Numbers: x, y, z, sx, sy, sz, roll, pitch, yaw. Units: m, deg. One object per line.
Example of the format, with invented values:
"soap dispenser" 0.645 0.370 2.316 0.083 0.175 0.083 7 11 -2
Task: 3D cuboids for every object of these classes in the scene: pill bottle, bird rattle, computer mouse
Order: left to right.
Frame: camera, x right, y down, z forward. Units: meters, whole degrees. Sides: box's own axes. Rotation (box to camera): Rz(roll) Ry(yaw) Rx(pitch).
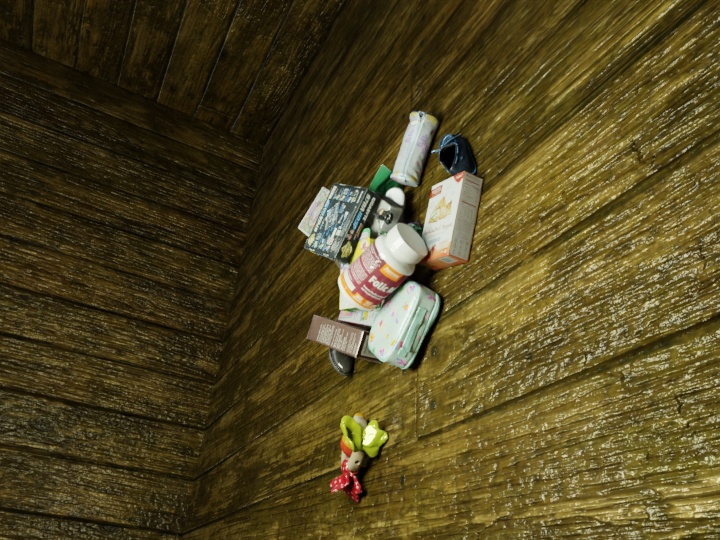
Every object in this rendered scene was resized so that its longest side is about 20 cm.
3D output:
"bird rattle" -0.009 0.429 1.402 0.163 0.112 0.200 -101 21 -71
"pill bottle" 0.052 -0.008 1.357 0.200 0.114 0.114 -44 32 27
"computer mouse" 0.067 -0.053 1.459 0.110 0.044 0.200 180 84 -77

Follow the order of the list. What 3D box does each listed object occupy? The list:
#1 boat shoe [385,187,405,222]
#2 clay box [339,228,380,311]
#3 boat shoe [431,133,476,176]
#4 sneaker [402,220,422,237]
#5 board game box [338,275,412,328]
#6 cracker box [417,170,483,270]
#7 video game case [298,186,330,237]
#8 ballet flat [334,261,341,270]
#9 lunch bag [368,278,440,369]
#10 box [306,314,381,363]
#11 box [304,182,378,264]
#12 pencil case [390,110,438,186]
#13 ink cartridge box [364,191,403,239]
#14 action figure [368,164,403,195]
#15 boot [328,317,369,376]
"boat shoe" 0.086 -0.127 1.629 0.068 0.072 0.200 -14 -68 -75
"clay box" 0.000 0.000 1.523 0.115 0.048 0.200 -12 70 48
"boat shoe" 0.221 -0.283 1.420 0.084 0.069 0.200 -61 23 23
"sneaker" 0.129 -0.084 1.477 0.088 0.074 0.200 -65 21 2
"board game box" 0.035 0.073 1.538 0.200 0.040 0.153 5 74 53
"cracker box" 0.200 -0.110 1.343 0.134 0.058 0.200 -19 55 63
"video game case" -0.094 -0.144 1.668 0.143 0.018 0.200 -58 38 5
"ballet flat" -0.027 0.003 1.689 0.046 0.067 0.200 20 134 45
"lunch bag" 0.099 0.123 1.359 0.200 0.077 0.160 -66 22 3
"box" -0.035 0.175 1.530 0.200 0.100 0.075 15 86 48
"box" -0.053 -0.126 1.558 0.159 0.046 0.200 19 83 52
"pencil case" 0.147 -0.328 1.614 0.091 0.083 0.200 -8 -64 -90
"ink cartridge box" 0.029 -0.099 1.586 0.109 0.050 0.200 42 116 45
"action figure" 0.029 -0.183 1.653 0.055 0.118 0.200 22 74 51
"boot" -0.012 0.169 1.619 0.174 0.069 0.200 -39 45 41
